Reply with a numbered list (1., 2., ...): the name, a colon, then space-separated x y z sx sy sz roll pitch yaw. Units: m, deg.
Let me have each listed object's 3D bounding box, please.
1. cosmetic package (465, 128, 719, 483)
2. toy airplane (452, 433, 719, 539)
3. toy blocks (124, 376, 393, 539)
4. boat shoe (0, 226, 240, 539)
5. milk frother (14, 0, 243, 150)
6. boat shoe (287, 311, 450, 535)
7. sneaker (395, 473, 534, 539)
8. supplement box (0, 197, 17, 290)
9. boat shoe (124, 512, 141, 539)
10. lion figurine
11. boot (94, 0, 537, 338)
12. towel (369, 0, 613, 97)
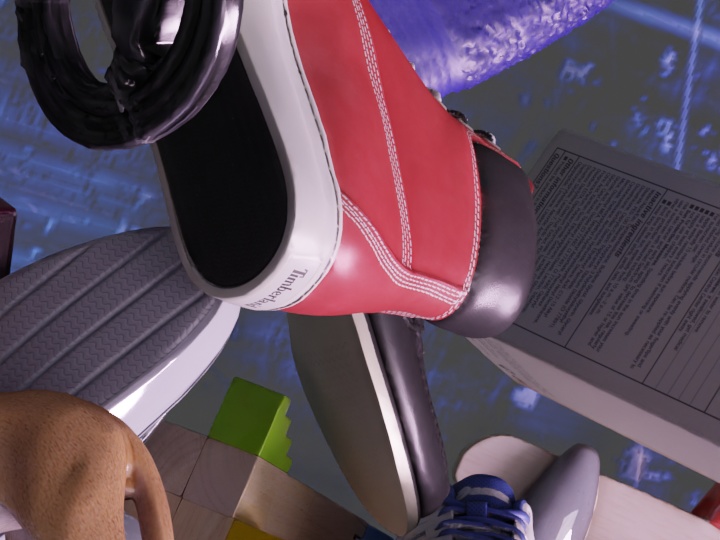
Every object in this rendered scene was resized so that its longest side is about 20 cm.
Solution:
1. cosmetic package: 0.140 0.023 0.908 0.104 0.200 0.073 -55 134 -8
2. toy airplane: 0.157 0.152 0.986 0.141 0.199 0.200 -65 141 -68
3. toy blocks: -0.059 0.155 0.876 0.137 0.100 0.200 40 71 -57
4. boat shoe: -0.115 0.066 0.682 0.200 0.072 0.071 -39 141 -12
5. milk frother: -0.157 -0.107 0.589 0.188 0.200 0.181 -28 129 -30
6. boat shoe: 0.001 0.000 0.830 0.063 0.074 0.202 -20 98 -25
7. sneaker: 0.036 0.118 0.872 0.075 0.200 0.088 16 74 -2
8. supplement box: -0.189 0.064 0.714 0.110 0.086 0.201 -4 111 -40
9. boat shoe: -0.096 0.125 0.764 0.071 0.201 0.070 10 134 -3
10. lion figurine: -0.127 0.057 0.609 0.199 0.072 0.123 14 68 -16
11. boot: -0.009 -0.073 0.724 0.144 0.072 0.201 10 59 -47
12. towel: -0.003 -0.125 0.790 0.200 0.050 0.148 -31 95 -25
